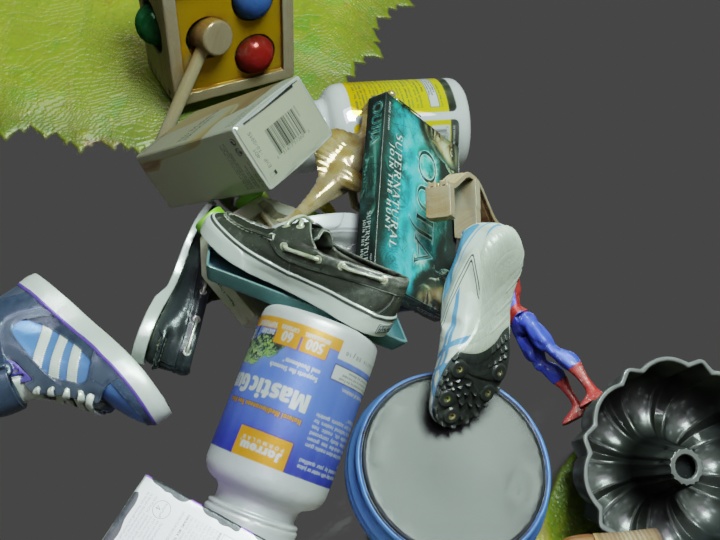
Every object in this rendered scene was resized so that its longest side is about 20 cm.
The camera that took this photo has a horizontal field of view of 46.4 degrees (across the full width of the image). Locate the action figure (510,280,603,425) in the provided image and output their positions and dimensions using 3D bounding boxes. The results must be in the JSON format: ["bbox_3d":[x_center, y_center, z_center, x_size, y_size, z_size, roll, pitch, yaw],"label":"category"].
[{"bbox_3d":[0.154,0.070,0.869,0.099,0.065,0.200,-16,62,-27],"label":"action figure"}]

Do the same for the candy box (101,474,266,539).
[{"bbox_3d":[-0.092,0.255,0.643,0.200,0.168,0.072,26,59,7],"label":"candy box"}]

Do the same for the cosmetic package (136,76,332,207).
[{"bbox_3d":[-0.136,-0.129,0.872,0.105,0.200,0.071,-48,118,-33],"label":"cosmetic package"}]

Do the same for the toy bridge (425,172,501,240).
[{"bbox_3d":[0.113,-0.065,0.883,0.027,0.200,0.067,-6,78,24],"label":"toy bridge"}]

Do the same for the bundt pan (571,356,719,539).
[{"bbox_3d":[0.286,0.185,0.790,0.201,0.076,0.203,3,76,-11],"label":"bundt pan"}]

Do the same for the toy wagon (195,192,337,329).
[{"bbox_3d":[-0.078,-0.015,0.872,0.155,0.040,0.200,51,36,-2],"label":"toy wagon"}]

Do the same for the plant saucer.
[{"bbox_3d":[-0.052,0.024,0.785,0.200,0.019,0.070,23,17,-17],"label":"plant saucer"}]

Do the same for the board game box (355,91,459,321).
[{"bbox_3d":[0.052,-0.062,0.852,0.135,0.028,0.201,26,60,-45],"label":"board game box"}]

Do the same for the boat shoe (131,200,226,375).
[{"bbox_3d":[-0.166,0.017,0.848,0.060,0.076,0.200,21,58,-5],"label":"boat shoe"}]

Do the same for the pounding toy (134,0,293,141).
[{"bbox_3d":[-0.179,-0.272,0.980,0.200,0.184,0.142,-20,51,-22],"label":"pounding toy"}]

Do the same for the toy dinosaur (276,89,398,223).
[{"bbox_3d":[-0.014,-0.097,0.882,0.101,0.058,0.200,44,67,-21],"label":"toy dinosaur"}]

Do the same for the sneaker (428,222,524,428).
[{"bbox_3d":[0.105,0.052,0.808,0.072,0.072,0.201,19,83,-26],"label":"sneaker"}]

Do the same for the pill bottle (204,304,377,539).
[{"bbox_3d":[-0.068,0.141,0.735,0.112,0.112,0.201,19,76,3],"label":"pill bottle"}]

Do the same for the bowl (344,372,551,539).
[{"bbox_3d":[0.085,0.188,0.797,0.200,0.039,0.201,4,57,-7],"label":"bowl"}]

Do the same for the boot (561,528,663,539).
[{"bbox_3d":[0.195,0.322,0.704,0.155,0.077,0.201,-14,96,5],"label":"boot"}]

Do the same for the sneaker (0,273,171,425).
[{"bbox_3d":[-0.289,0.111,0.766,0.200,0.081,0.146,40,69,11],"label":"sneaker"}]

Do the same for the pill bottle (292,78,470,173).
[{"bbox_3d":[0.016,-0.161,0.968,0.199,0.113,0.113,-5,58,-14],"label":"pill bottle"}]

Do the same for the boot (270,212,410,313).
[{"bbox_3d":[0.000,0.000,0.852,0.199,0.074,0.096,1,71,-35],"label":"boot"}]

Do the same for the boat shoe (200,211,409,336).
[{"bbox_3d":[-0.049,-0.015,0.756,0.200,0.064,0.071,27,16,11],"label":"boat shoe"}]
